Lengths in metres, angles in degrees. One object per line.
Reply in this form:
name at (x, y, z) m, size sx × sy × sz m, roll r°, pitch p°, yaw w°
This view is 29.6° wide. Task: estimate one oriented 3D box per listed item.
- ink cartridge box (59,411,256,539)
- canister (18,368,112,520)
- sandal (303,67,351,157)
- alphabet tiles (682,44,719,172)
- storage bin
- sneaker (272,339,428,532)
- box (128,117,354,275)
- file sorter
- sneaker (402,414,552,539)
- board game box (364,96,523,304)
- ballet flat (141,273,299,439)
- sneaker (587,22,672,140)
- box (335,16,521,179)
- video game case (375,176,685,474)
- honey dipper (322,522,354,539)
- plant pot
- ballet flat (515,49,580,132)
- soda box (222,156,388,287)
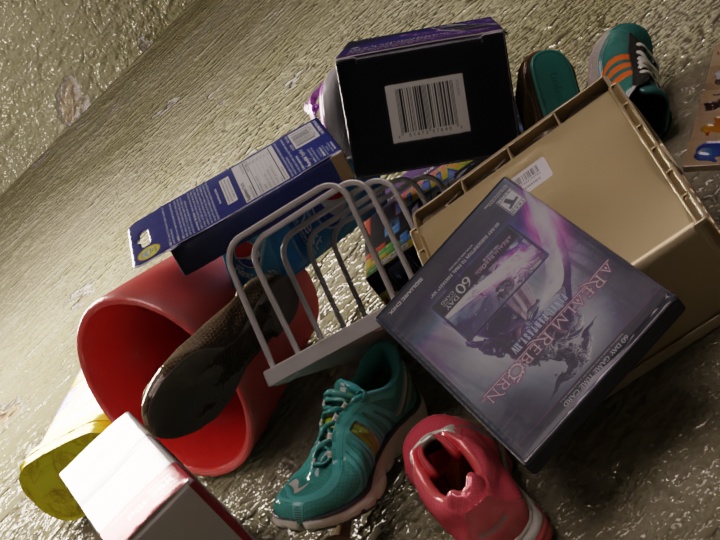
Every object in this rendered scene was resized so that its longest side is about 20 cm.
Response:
ink cartridge box at (-0.144, 0.209, 1.078) m, size 0.083 × 0.147 × 0.200 m, roll -44°, pitch 24°, yaw -11°
canister at (-0.263, 0.152, 1.452) m, size 0.148 × 0.087 × 0.201 m, roll -28°, pitch 24°, yaw 28°
sandal at (-0.029, -0.150, 1.320) m, size 0.049 × 0.084 × 0.203 m, roll -5°, pitch 4°, yaw 7°
alphabet tiles at (0.334, -0.119, 1.018) m, size 0.165 × 0.008 × 0.201 m, roll -1°, pitch 41°, yaw 27°
storage bin at (0.154, -0.014, 1.009) m, size 0.199 × 0.094 × 0.200 m, roll -35°, pitch 40°, yaw 14°
sneaker at (-0.014, 0.127, 1.046) m, size 0.077 × 0.081 × 0.200 m, roll -2°, pitch 28°, yaw 28°
box at (-0.107, -0.059, 1.178) m, size 0.198 × 0.033 × 0.121 m, roll -29°, pitch 23°, yaw -1°
file sorter at (0.000, 0.000, 1.142) m, size 0.138 × 0.126 × 0.199 m, roll -29°, pitch -8°, yaw 26°
sneaker at (0.068, 0.134, 0.953) m, size 0.074 × 0.087 × 0.200 m, roll -40°, pitch 22°, yaw -2°
board game box at (0.095, -0.066, 1.313) m, size 0.199 × 0.057 × 0.166 m, roll -35°, pitch 24°, yaw 15°
ballet flat at (-0.121, 0.067, 1.136) m, size 0.046 × 0.068 × 0.200 m, roll 6°, pitch 39°, yaw 35°
sneaker at (0.246, -0.153, 1.219) m, size 0.079 × 0.071 × 0.202 m, roll -19°, pitch 39°, yaw 41°
box at (0.060, -0.158, 1.214) m, size 0.146 × 0.106 × 0.200 m, roll -10°, pitch 13°, yaw 3°
video game case at (0.107, 0.029, 0.926) m, size 0.143 × 0.019 × 0.200 m, roll -47°, pitch 38°, yaw 0°
honey dipper at (-0.011, 0.186, 1.061) m, size 0.038 × 0.038 × 0.201 m, roll -32°, pitch 20°, yaw 19°
plant pot at (-0.141, 0.062, 1.304) m, size 0.199 × 0.202 × 0.178 m, roll -19°, pitch 21°, yaw 42°
ballet flat at (0.169, -0.086, 1.149) m, size 0.067 × 0.202 × 0.072 m, roll -11°, pitch -17°, yaw -16°
soda box at (-0.053, -0.054, 1.285) m, size 0.067 × 0.065 × 0.200 m, roll -7°, pitch 20°, yaw 33°
